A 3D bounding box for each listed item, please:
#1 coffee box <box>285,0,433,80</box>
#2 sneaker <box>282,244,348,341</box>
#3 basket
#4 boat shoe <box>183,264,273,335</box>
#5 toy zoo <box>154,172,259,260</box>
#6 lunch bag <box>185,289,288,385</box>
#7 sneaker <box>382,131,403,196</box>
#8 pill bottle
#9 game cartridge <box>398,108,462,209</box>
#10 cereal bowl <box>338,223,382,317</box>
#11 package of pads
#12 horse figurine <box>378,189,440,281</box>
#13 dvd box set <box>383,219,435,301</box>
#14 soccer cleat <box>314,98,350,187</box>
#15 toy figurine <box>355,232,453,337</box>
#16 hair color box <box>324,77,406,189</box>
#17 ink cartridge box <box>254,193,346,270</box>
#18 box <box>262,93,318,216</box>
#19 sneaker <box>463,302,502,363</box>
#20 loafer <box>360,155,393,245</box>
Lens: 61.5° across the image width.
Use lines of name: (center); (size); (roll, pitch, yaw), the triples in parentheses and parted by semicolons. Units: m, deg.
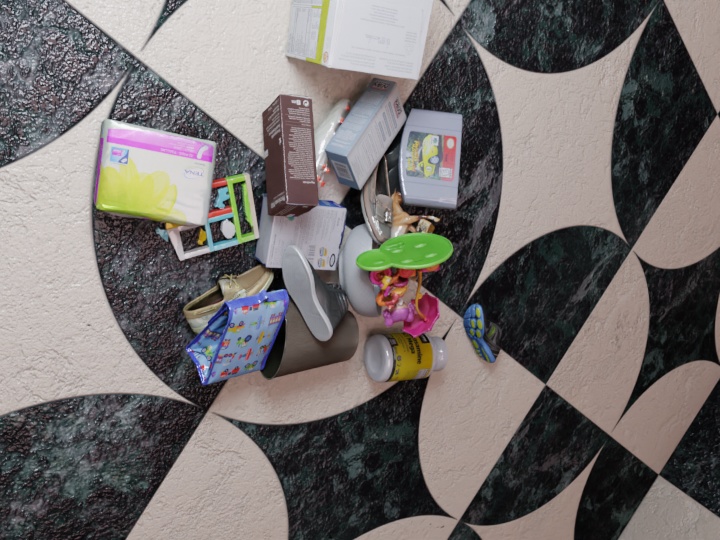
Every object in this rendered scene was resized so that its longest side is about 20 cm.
coffee box: (-0.003, -0.472, 1.100); (0.195, 0.197, 0.206); (-2, 112, -31)
sneaker: (-0.091, 0.032, 1.240); (0.099, 0.069, 0.205); (-39, 109, -54)
basket: (-0.111, 0.139, 1.313); (0.195, 0.134, 0.187); (3, 94, -37)
boat shoe: (-0.265, 0.047, 1.215); (0.198, 0.074, 0.067); (-38, 129, -13)
toy zoo: (-0.298, -0.101, 1.169); (0.195, 0.020, 0.135); (-18, 116, -25)
lunch bag: (-0.227, 0.115, 1.179); (0.148, 0.095, 0.201); (-8, 143, -48)
sneaker: (0.111, -0.250, 1.344); (0.198, 0.060, 0.106); (-37, 124, -10)
pill bottle: (0.116, 0.210, 1.489); (0.195, 0.112, 0.116); (0, 109, -32)
game cartridge: (0.145, -0.237, 1.278); (0.128, 0.041, 0.207); (4, 84, 0)
cereal bowl: (0.000, 0.000, 1.309); (0.080, 0.201, 0.206); (-2, 115, 8)
package of pads: (-0.358, -0.165, 1.062); (0.195, 0.068, 0.160); (6, 96, -28)
horse figurine: (0.089, -0.060, 1.299); (0.050, 0.130, 0.205); (5, 107, -68)
dvd box set: (0.112, -0.019, 1.394); (0.029, 0.146, 0.204); (26, 95, 9)
soccer cleat: (-0.079, -0.263, 1.219); (0.205, 0.076, 0.069); (-66, 163, -10)
toy figurine: (0.091, 0.047, 1.202); (0.194, 0.150, 0.189); (-13, 117, -16)
hair color box: (0.014, -0.277, 1.221); (0.203, 0.059, 0.100); (-58, 148, -20)
ink cartridge box: (-0.111, -0.077, 1.261); (0.195, 0.076, 0.141); (3, 108, -31)
box: (-0.133, -0.212, 1.135); (0.073, 0.099, 0.207); (-2, 83, -30)
sneaker: (0.336, 0.161, 1.641); (0.083, 0.070, 0.202); (-45, 127, -25)
loafer: (0.038, -0.154, 1.257); (0.062, 0.205, 0.071); (-26, 150, 28)
